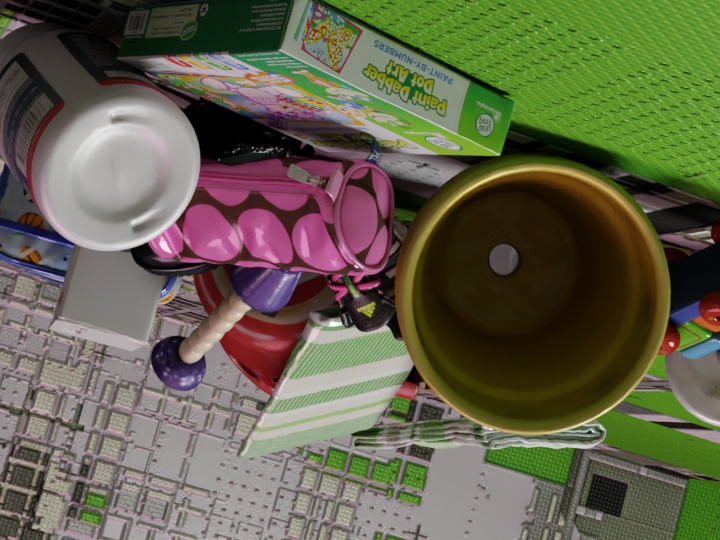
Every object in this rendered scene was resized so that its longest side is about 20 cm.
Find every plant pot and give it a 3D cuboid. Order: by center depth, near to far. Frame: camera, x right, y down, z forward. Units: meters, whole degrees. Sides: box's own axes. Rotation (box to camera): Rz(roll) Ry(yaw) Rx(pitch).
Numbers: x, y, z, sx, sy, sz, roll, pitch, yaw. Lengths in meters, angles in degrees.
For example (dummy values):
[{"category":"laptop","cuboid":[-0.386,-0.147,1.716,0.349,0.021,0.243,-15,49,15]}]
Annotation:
[{"category":"plant pot","cuboid":[0.120,0.006,1.496,0.200,0.202,0.189,16,-172,-6]},{"category":"plant pot","cuboid":[-0.052,0.008,1.766,0.199,0.201,0.183,13,167,18]}]

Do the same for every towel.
[{"category":"towel","cuboid":[-0.013,0.087,1.703,0.152,0.023,0.200,-11,148,-33]},{"category":"towel","cuboid":[0.106,0.154,1.799,0.149,0.031,0.200,6,170,-37]}]

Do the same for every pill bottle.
[{"category":"pill bottle","cuboid":[-0.202,-0.105,1.410,0.119,0.120,0.200,21,-166,-33]},{"category":"pill bottle","cuboid":[0.325,0.069,1.702,0.110,0.112,0.200,14,-174,12]}]

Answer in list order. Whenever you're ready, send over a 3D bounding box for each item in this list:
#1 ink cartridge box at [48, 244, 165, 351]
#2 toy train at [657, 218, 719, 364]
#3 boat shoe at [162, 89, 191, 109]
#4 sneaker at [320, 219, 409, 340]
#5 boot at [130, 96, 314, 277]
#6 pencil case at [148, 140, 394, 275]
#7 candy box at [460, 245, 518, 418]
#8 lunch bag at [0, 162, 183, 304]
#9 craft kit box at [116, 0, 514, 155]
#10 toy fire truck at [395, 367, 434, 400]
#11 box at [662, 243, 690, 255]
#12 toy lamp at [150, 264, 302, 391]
[{"category":"ink cartridge box","cuboid":[-0.205,-0.036,1.736,0.083,0.201,0.145,17,172,-10]},{"category":"toy train","cuboid":[0.305,0.018,1.467,0.115,0.085,0.200,30,146,-23]},{"category":"boat shoe","cuboid":[-0.161,-0.111,1.640,0.199,0.061,0.074,19,169,-26]},{"category":"sneaker","cuboid":[0.000,0.000,1.561,0.074,0.088,0.200,-21,149,31]},{"category":"boot","cuboid":[-0.120,-0.069,1.565,0.197,0.074,0.163,-13,153,16]},{"category":"pencil case","cuboid":[-0.073,-0.047,1.421,0.199,0.091,0.094,1,162,33]},{"category":"candy box","cuboid":[0.127,0.049,1.773,0.071,0.169,0.200,-1,172,-1]},{"category":"lunch bag","cuboid":[-0.245,-0.051,1.862,0.199,0.161,0.076,16,173,2]},{"category":"craft kit box","cuboid":[-0.032,-0.130,1.338,0.197,0.049,0.200,18,172,-37]},{"category":"toy fire truck","cuboid":[0.043,0.049,1.939,0.199,0.177,0.129,15,172,-2]},{"category":"box","cuboid":[0.241,0.023,1.748,0.050,0.076,0.200,16,173,-2]},{"category":"toy lamp","cuboid":[-0.108,0.036,1.632,0.058,0.058,0.200,19,142,-22]}]
